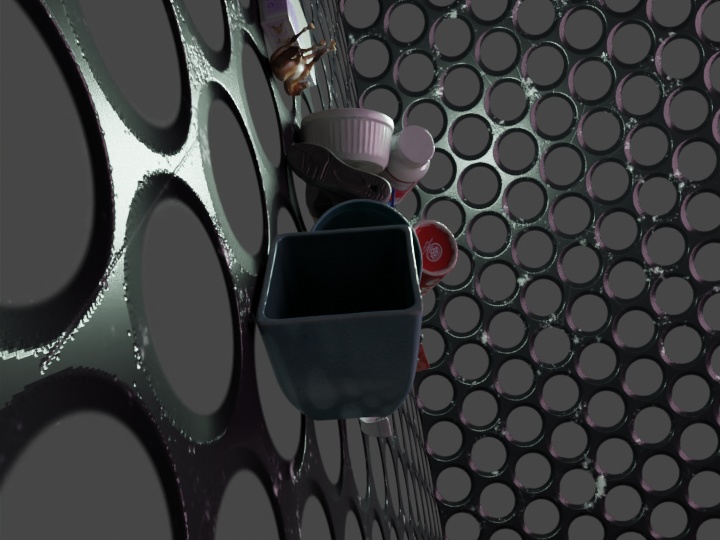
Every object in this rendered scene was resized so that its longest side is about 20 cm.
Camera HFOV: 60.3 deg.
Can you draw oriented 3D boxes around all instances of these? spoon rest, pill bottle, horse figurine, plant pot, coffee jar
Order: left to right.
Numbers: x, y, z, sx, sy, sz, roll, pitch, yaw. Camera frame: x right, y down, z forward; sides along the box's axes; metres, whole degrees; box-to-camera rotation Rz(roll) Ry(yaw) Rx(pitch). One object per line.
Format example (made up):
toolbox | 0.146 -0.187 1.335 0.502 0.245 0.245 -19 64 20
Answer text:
horse figurine | -0.111 -0.373 1.108 0.051 0.131 0.200 57 16 -1
coffee jar | -0.051 -0.105 1.239 0.202 0.082 0.107 72 13 -52
plant pot | -0.019 0.082 0.820 0.198 0.189 0.205 -92 178 -56
plant pot | -0.006 0.001 1.084 0.188 0.194 0.207 126 -46 -78
spoon rest | 0.019 0.306 1.353 0.200 0.059 0.103 -132 -150 -77
pill bottle | 0.087 -0.233 1.378 0.200 0.109 0.116 136 -53 -64

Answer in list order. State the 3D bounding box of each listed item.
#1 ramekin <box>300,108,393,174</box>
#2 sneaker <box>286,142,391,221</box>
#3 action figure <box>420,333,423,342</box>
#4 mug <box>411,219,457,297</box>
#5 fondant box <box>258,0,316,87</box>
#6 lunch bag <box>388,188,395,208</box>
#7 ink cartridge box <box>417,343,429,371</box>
ramekin | -0.028 -0.254 1.270 0.202 0.195 0.098 35 55 -80
sneaker | -0.046 -0.147 1.100 0.115 0.195 0.078 115 -2 -64
action figure | 0.029 0.136 1.257 0.069 0.196 0.133 -46 -153 43
mug | 0.104 0.011 1.214 0.200 0.129 0.183 134 -41 -63
fondant box | -0.141 -0.466 1.183 0.200 0.056 0.149 59 21 -68
lunch bag | 0.005 -0.071 1.389 0.092 0.148 0.207 -10 96 -43
ink cartridge box | 0.044 0.199 1.168 0.201 0.171 0.046 62 17 -66
